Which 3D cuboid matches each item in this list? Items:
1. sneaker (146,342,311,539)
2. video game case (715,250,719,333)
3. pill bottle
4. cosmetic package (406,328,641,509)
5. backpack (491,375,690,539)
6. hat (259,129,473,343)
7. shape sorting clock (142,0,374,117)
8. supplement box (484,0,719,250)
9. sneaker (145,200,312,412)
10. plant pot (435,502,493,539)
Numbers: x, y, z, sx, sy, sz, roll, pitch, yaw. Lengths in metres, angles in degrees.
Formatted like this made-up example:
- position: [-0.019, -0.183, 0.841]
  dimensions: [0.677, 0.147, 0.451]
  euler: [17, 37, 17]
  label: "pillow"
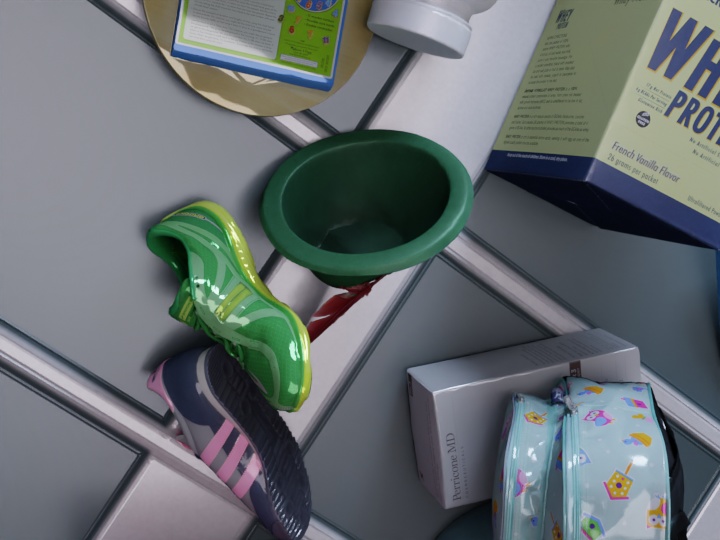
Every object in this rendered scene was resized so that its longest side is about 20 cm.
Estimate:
- position: [-0.108, 0.149, 0.982]
  dimensions: [0.081, 0.070, 0.201]
  euler: [-11, 116, 27]
  label: "sneaker"
- position: [0.432, 0.001, 1.111]
  dimensions: [0.198, 0.018, 0.144]
  euler: [-20, 119, -13]
  label: "video game case"
- position: [0.074, -0.282, 0.940]
  dimensions: [0.112, 0.113, 0.202]
  euler: [17, 92, -17]
  label: "pill bottle"
- position: [0.148, 0.129, 1.035]
  dimensions: [0.198, 0.081, 0.114]
  euler: [-13, 103, -15]
  label: "cosmetic package"
- position: [0.179, 0.185, 0.908]
  dimensions: [0.152, 0.200, 0.178]
  euler: [2, 103, 0]
  label: "backpack"
- position: [0.000, 0.000, 0.993]
  dimensions: [0.198, 0.167, 0.177]
  euler: [-6, 136, 2]
  label: "hat"
- position: [-0.080, -0.226, 0.942]
  dimensions: [0.198, 0.039, 0.202]
  euler: [-2, 96, -20]
  label: "shape sorting clock"
- position: [0.232, -0.144, 0.958]
  dimensions: [0.133, 0.200, 0.201]
  euler: [24, 90, -18]
  label: "supplement box"
- position: [-0.107, 0.035, 0.912]
  dimensions: [0.083, 0.074, 0.201]
  euler: [-18, 60, -34]
  label: "sneaker"
- position: [0.156, 0.324, 1.037]
  dimensions: [0.198, 0.135, 0.202]
  euler: [-2, 99, -15]
  label: "plant pot"
